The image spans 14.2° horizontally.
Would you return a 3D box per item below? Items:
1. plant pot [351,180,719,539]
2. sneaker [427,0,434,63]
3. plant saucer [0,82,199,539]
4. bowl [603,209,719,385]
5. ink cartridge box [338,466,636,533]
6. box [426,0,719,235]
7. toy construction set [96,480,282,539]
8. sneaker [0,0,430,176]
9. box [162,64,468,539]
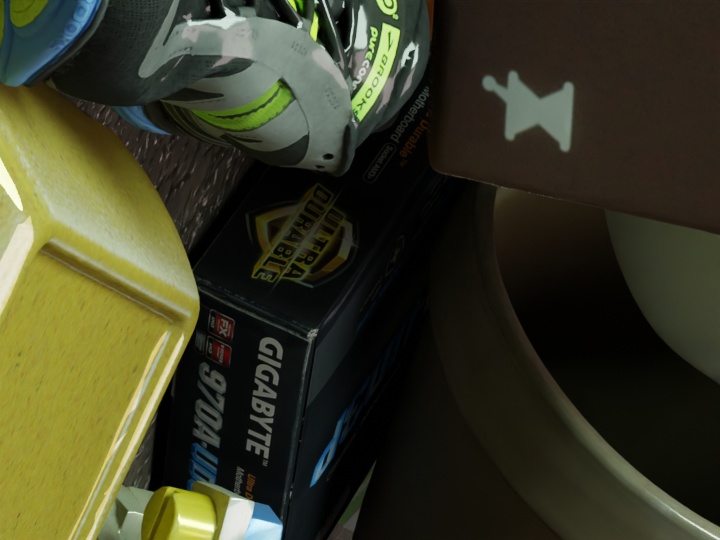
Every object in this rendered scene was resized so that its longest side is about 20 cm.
[{"bbox_3d":[0.085,0.067,0.956,0.174,0.200,0.200,-54,178,40],"label":"plant pot"},{"bbox_3d":[0.063,-0.096,0.874,0.112,0.078,0.200,-28,145,9],"label":"sneaker"},{"bbox_3d":[-0.099,0.053,0.635,0.200,0.048,0.200,-65,168,-3],"label":"plant saucer"},{"bbox_3d":[0.178,-0.001,0.811,0.200,0.199,0.075,175,-87,-79],"label":"bowl"},{"bbox_3d":[0.096,0.102,1.115,0.048,0.200,0.146,-58,-176,-34],"label":"ink cartridge box"},{"bbox_3d":[0.133,-0.112,0.679,0.200,0.164,0.166,-37,135,-54],"label":"box"},{"bbox_3d":[-0.073,0.138,0.748,0.092,0.131,0.200,33,91,-33],"label":"toy construction set"},{"bbox_3d":[-0.027,-0.062,0.618,0.200,0.082,0.071,27,74,-80],"label":"sneaker"},{"bbox_3d":[0.000,0.000,0.953,0.200,0.046,0.159,-56,165,-40],"label":"box"}]
